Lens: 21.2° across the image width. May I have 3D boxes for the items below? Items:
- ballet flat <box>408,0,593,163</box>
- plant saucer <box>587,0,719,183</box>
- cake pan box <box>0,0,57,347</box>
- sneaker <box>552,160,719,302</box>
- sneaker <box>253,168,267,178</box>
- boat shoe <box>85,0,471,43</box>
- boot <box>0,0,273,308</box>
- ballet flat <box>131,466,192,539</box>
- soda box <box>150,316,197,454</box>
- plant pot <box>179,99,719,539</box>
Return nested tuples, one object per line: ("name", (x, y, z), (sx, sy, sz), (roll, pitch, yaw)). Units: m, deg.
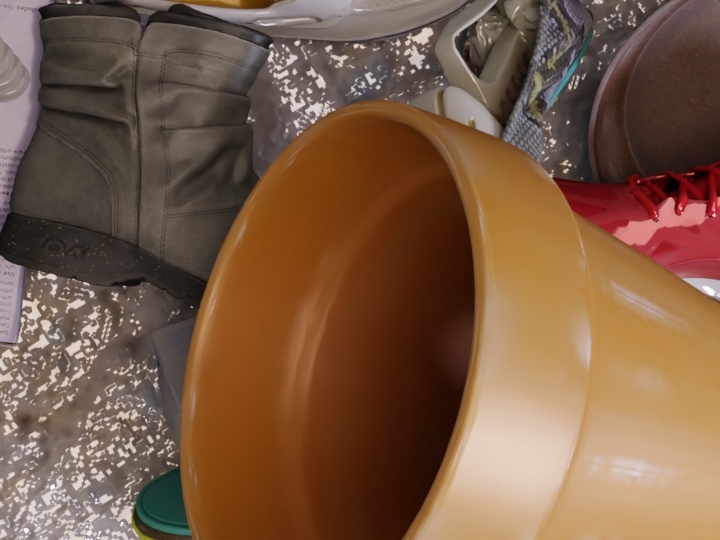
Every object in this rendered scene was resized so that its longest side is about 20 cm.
("ballet flat", (0.053, -0.071, 0.897), (0.072, 0.072, 0.201), (34, 50, -14))
("plant saucer", (0.211, -0.075, 0.945), (0.200, 0.035, 0.201), (3, 130, 3))
("cake pan box", (-0.245, -0.064, 0.878), (0.199, 0.052, 0.185), (4, 93, -13))
("sneaker", (0.170, -0.043, 0.918), (0.199, 0.078, 0.116), (11, 122, -20))
("sneaker", (0.000, 0.000, 0.920), (0.199, 0.088, 0.075), (12, 94, -13))
("boat shoe", (-0.031, -0.144, 0.908), (0.199, 0.070, 0.071), (0, 96, -13))
("boot", (-0.058, -0.047, 0.855), (0.199, 0.068, 0.131), (14, 92, 0))
("ballet flat", (-0.011, 0.116, 0.947), (0.199, 0.067, 0.067), (-16, 128, -12))
("soda box", (-0.032, 0.110, 0.862), (0.063, 0.200, 0.068), (-17, 141, -13))
("plant pot", (0.056, 0.053, 0.761), (0.183, 0.200, 0.201), (15, 92, -33))
